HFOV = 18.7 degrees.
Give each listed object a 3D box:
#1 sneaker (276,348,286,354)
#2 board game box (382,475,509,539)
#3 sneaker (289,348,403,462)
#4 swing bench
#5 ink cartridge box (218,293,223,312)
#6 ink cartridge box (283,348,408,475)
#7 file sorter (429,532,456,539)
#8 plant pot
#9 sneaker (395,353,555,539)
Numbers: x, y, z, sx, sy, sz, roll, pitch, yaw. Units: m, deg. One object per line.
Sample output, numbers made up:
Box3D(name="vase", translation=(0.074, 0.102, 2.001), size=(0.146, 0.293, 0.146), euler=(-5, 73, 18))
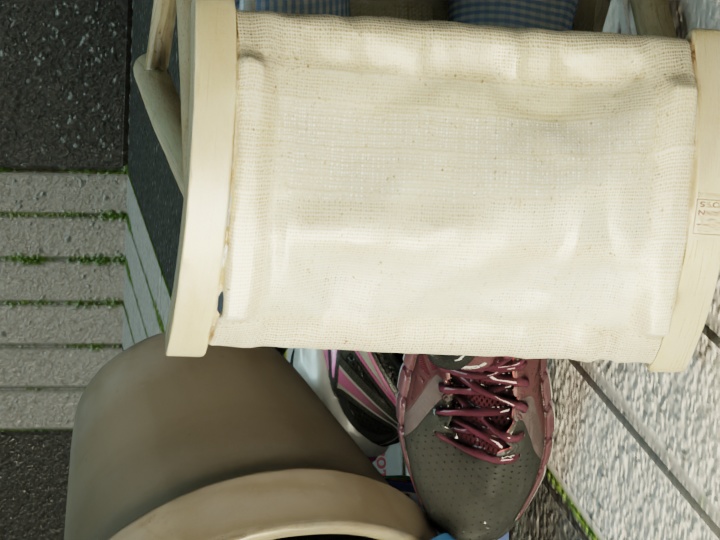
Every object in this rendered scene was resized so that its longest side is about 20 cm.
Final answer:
Box3D(name="sneaker", translation=(-0.045, 0.027, 1.505), size=(0.200, 0.073, 0.083), euler=(134, 133, -72))
Box3D(name="board game box", translation=(0.035, 0.210, 1.134), size=(0.135, 0.034, 0.202), euler=(172, 98, -68))
Box3D(name="sneaker", translation=(0.000, 0.000, 1.172), size=(0.080, 0.086, 0.201), euler=(-7, -103, -61))
Box3D(name="swing bench", translation=(0.023, -0.069, 0.833), size=(0.201, 0.197, 0.130), euler=(-105, 21, -51))
Box3D(name="ink cartridge box", translation=(-0.081, 0.083, 1.416), size=(0.120, 0.042, 0.201), euler=(104, 158, -50))
Box3D(name="ink cartridge box", translation=(-0.014, 0.102, 1.353), size=(0.200, 0.067, 0.117), euler=(124, 145, -70))
Box3D(name="file sorter", translation=(0.019, 0.248, 0.961), size=(0.122, 0.138, 0.201), euler=(31, 127, 38))
Box3D(name="plant pot", translation=(-0.066, 0.127, 1.076), size=(0.174, 0.199, 0.201), euler=(-112, 23, -43))
Box3D(name="sneaker", translation=(0.045, 0.044, 0.955), size=(0.116, 0.075, 0.201), euler=(-51, -32, -67))
